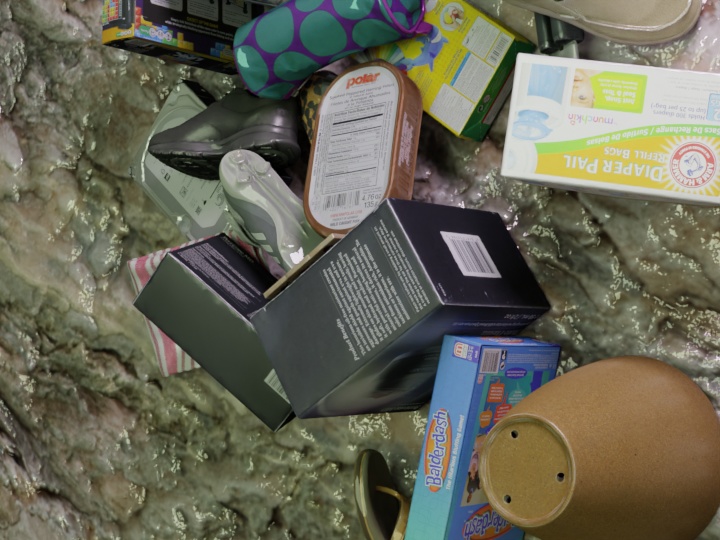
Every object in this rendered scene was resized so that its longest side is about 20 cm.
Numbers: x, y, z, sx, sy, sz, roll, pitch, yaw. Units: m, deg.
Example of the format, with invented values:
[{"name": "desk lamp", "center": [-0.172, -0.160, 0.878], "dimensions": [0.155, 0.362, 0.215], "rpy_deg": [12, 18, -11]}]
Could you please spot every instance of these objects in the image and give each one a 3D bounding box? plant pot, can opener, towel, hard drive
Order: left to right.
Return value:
[{"name": "towel", "center": [-0.178, 0.039, 1.563], "dimensions": [0.199, 0.030, 0.147], "rpy_deg": [-14, 96, 34]}, {"name": "hard drive", "center": [-0.180, -0.111, 1.599], "dimensions": [0.200, 0.038, 0.140], "rpy_deg": [46, 114, 29]}, {"name": "can opener", "center": [0.182, -0.229, 1.313], "dimensions": [0.053, 0.066, 0.201], "rpy_deg": [158, 113, -62]}, {"name": "plant pot", "center": [0.194, 0.169, 1.195], "dimensions": [0.186, 0.199, 0.188], "rpy_deg": [-2, 87, 36]}]

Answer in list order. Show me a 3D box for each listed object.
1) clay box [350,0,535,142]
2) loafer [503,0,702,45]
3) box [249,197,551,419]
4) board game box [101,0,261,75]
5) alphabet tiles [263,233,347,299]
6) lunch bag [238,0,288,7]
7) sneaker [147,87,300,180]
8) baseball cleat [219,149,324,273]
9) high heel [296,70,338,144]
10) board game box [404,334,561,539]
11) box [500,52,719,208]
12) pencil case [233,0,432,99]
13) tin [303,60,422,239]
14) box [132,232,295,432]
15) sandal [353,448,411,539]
[{"name": "clay box", "center": [0.072, -0.232, 1.408], "dimensions": [0.200, 0.047, 0.115], "rpy_deg": [42, 111, 33]}, {"name": "loafer", "center": [0.212, -0.258, 1.258], "dimensions": [0.199, 0.068, 0.076], "rpy_deg": [13, 87, 13]}, {"name": "box", "center": [0.041, 0.042, 1.320], "dimensions": [0.198, 0.199, 0.124], "rpy_deg": [-40, 65, 29]}, {"name": "board game box", "center": [-0.195, -0.316, 1.522], "dimensions": [0.056, 0.199, 0.167], "rpy_deg": [-5, 83, 38]}, {"name": "alphabet tiles", "center": [0.000, 0.000, 1.351], "dimensions": [0.167, 0.199, 0.008], "rpy_deg": [-40, 66, 28]}, {"name": "lunch bag", "center": [-0.093, -0.378, 1.454], "dimensions": [0.139, 0.199, 0.168], "rpy_deg": [37, 112, 30]}, {"name": "sneaker", "center": [-0.147, -0.154, 1.520], "dimensions": [0.199, 0.076, 0.091], "rpy_deg": [-3, 69, 28]}, {"name": "baseball cleat", "center": [-0.080, -0.039, 1.444], "dimensions": [0.200, 0.069, 0.107], "rpy_deg": [54, 158, 23]}, {"name": "high heel", "center": [-0.037, -0.111, 1.479], "dimensions": [0.142, 0.071, 0.201], "rpy_deg": [22, 101, 45]}, {"name": "board game box", "center": [0.116, 0.162, 1.284], "dimensions": [0.045, 0.152, 0.201], "rpy_deg": [13, 94, 36]}, {"name": "box", "center": [0.236, -0.120, 1.209], "dimensions": [0.199, 0.101, 0.113], "rpy_deg": [8, 92, 19]}, {"name": "pencil case", "center": [-0.031, -0.245, 1.406], "dimensions": [0.199, 0.085, 0.093], "rpy_deg": [-20, 113, 34]}, {"name": "tin", "center": [0.002, -0.116, 1.364], "dimensions": [0.111, 0.042, 0.201], "rpy_deg": [-6, 64, 28]}, {"name": "box", "center": [-0.117, 0.060, 1.434], "dimensions": [0.200, 0.141, 0.079], "rpy_deg": [41, 112, 8]}, {"name": "sandal", "center": [0.043, 0.275, 1.383], "dimensions": [0.054, 0.080, 0.201], "rpy_deg": [-20, 76, 18]}]
